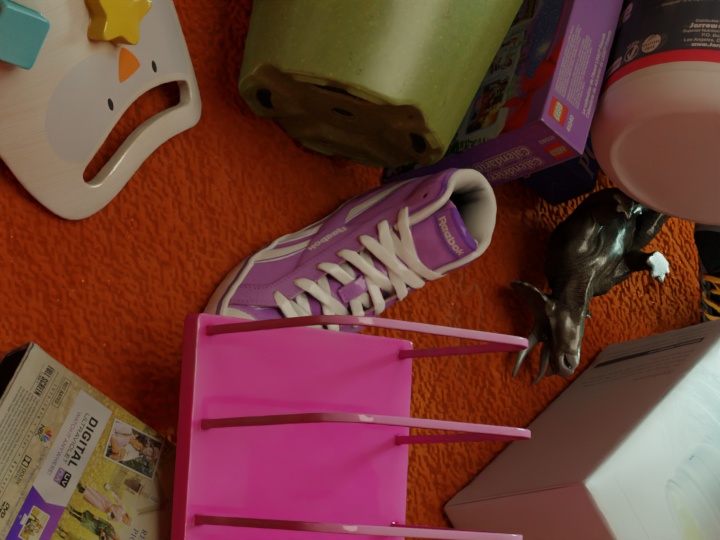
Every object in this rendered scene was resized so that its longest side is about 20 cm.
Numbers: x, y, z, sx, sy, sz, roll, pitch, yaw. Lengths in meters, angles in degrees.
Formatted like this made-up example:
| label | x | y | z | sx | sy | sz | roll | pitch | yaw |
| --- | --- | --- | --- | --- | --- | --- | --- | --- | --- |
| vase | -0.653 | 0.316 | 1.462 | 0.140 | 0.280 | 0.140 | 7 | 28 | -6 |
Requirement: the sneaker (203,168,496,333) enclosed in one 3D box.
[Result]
| label | x | y | z | sx | sy | sz | roll | pitch | yaw |
| --- | --- | --- | --- | --- | --- | --- | --- | --- | --- |
| sneaker | 0.000 | -0.001 | 0.903 | 0.200 | 0.114 | 0.073 | -45 | 109 | -39 |

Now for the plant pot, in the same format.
| label | x | y | z | sx | sy | sz | roll | pitch | yaw |
| --- | --- | --- | --- | --- | --- | --- | --- | --- | --- |
| plant pot | 0.016 | -0.166 | 0.938 | 0.200 | 0.200 | 0.190 | 29 | 73 | -32 |

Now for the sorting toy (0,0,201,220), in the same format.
| label | x | y | z | sx | sy | sz | roll | pitch | yaw |
| --- | --- | --- | --- | --- | --- | --- | --- | --- | --- |
| sorting toy | -0.147 | -0.129 | 0.842 | 0.200 | 0.107 | 0.180 | -50 | 130 | -39 |

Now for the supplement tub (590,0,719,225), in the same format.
| label | x | y | z | sx | sy | sz | roll | pitch | yaw |
| --- | --- | --- | --- | --- | --- | --- | --- | --- | --- |
| supplement tub | 0.225 | -0.141 | 0.997 | 0.140 | 0.140 | 0.200 | 35 | 57 | -29 |

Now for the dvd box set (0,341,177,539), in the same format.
| label | x | y | z | sx | sy | sz | roll | pitch | yaw |
| --- | --- | --- | --- | --- | --- | --- | --- | --- | --- |
| dvd box set | -0.121 | 0.150 | 0.805 | 0.200 | 0.029 | 0.146 | 39 | 55 | -26 |

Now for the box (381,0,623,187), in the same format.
| label | x | y | z | sx | sy | sz | roll | pitch | yaw |
| --- | --- | --- | --- | --- | --- | --- | --- | --- | --- |
| box | 0.096 | -0.140 | 1.013 | 0.039 | 0.137 | 0.200 | 36 | 56 | -28 |

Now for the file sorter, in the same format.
| label | x | y | z | sx | sy | sz | roll | pitch | yaw |
| --- | --- | --- | --- | --- | --- | --- | --- | --- | --- |
| file sorter | 0.000 | 0.124 | 0.792 | 0.139 | 0.125 | 0.200 | 9 | 80 | -38 |

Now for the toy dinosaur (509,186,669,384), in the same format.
| label | x | y | z | sx | sy | sz | roll | pitch | yaw |
| --- | --- | --- | --- | --- | --- | --- | --- | --- | --- |
| toy dinosaur | 0.157 | -0.022 | 1.068 | 0.077 | 0.102 | 0.200 | 51 | 44 | -17 |

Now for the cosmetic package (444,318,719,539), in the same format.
| label | x | y | z | sx | sy | sz | roll | pitch | yaw |
| --- | --- | --- | --- | --- | --- | --- | --- | --- | --- |
| cosmetic package | 0.189 | 0.168 | 1.014 | 0.200 | 0.123 | 0.199 | -38 | 103 | -40 |

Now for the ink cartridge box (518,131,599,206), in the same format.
| label | x | y | z | sx | sy | sz | roll | pitch | yaw |
| --- | --- | --- | --- | --- | --- | --- | --- | --- | --- |
| ink cartridge box | 0.133 | -0.153 | 1.113 | 0.094 | 0.044 | 0.200 | 35 | 57 | -27 |

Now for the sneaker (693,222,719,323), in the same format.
| label | x | y | z | sx | sy | sz | roll | pitch | yaw |
| --- | --- | --- | --- | --- | --- | --- | --- | --- | --- |
| sneaker | 0.263 | 0.025 | 1.120 | 0.077 | 0.078 | 0.200 | -56 | 141 | -24 |
